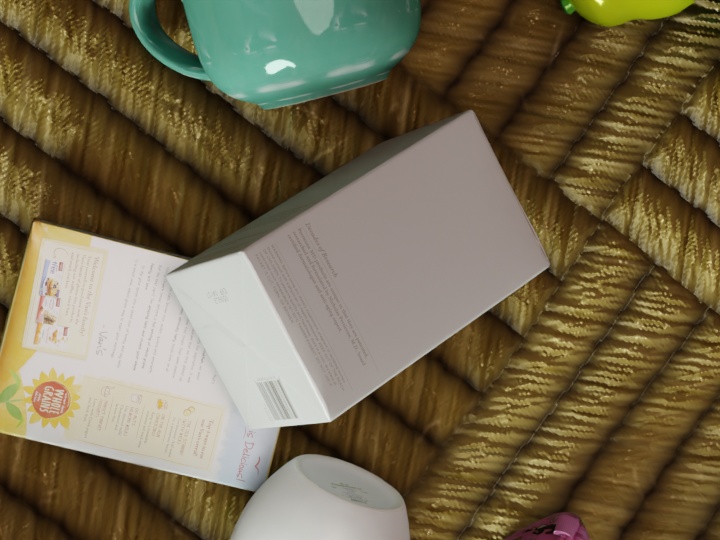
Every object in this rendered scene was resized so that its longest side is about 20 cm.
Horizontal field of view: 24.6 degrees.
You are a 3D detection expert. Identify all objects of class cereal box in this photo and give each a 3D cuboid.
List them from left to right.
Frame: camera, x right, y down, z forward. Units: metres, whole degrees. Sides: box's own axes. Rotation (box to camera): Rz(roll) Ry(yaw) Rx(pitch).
[{"bbox_3d":[-0.143,0.058,1.122,0.198,0.040,0.145,15,91,-13],"label":"cereal box"}]

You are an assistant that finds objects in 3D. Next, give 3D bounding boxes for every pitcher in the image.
[{"bbox_3d":[-0.022,0.237,1.125,0.170,0.121,0.202,14,103,-31],"label":"pitcher"}]

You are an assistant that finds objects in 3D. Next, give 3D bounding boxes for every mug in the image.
[{"bbox_3d":[-0.046,-0.170,1.085,0.151,0.184,0.116,-20,100,-33],"label":"mug"}]

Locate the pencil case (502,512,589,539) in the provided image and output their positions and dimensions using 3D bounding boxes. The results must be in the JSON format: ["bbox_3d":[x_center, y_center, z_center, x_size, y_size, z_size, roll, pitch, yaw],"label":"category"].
[{"bbox_3d":[0.160,0.272,1.171,0.086,0.083,0.201,-29,97,-7],"label":"pencil case"}]

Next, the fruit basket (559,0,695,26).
[{"bbox_3d":[0.238,-0.239,1.148,0.214,0.155,0.218,12,116,25],"label":"fruit basket"}]

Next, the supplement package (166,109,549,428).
[{"bbox_3d":[0.000,0.000,1.075,0.199,0.121,0.120,-33,99,-29],"label":"supplement package"}]
